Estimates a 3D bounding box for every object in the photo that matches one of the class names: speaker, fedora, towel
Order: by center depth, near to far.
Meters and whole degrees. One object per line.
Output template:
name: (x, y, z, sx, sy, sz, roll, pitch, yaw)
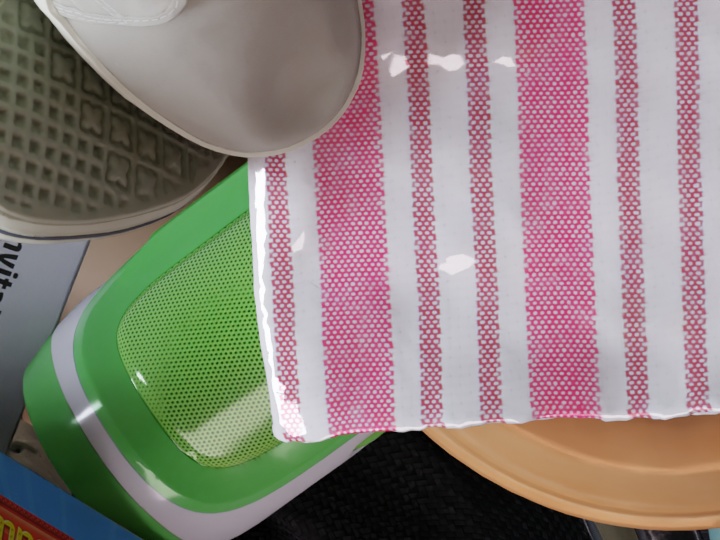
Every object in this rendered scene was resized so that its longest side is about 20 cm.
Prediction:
towel: (0.067, -0.032, 0.696, 0.199, 0.147, 0.030, -3, -173, 9)
speaker: (0.000, 0.000, 0.807, 0.200, 0.089, 0.088, -36, 131, 13)
fedora: (0.014, 0.103, 0.889, 0.200, 0.092, 0.201, 14, 122, 24)

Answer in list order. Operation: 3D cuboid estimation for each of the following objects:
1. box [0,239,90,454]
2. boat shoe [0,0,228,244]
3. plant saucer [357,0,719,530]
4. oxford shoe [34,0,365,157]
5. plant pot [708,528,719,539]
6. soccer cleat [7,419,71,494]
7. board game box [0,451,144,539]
box: (-0.176, -0.042, 0.828, 0.199, 0.041, 0.156, 20, 103, -13)
boat shoe: (-0.068, -0.054, 0.725, 0.062, 0.200, 0.075, -19, 105, 26)
plant saucer: (0.081, -0.027, 0.729, 0.199, 0.201, 0.037, 8, -170, 7)
oxford shoe: (-0.042, -0.091, 0.614, 0.058, 0.075, 0.200, 41, 163, 41)
plant pot: (0.191, 0.076, 0.845, 0.200, 0.200, 0.188, -12, 130, 33)
soccer cleat: (-0.132, 0.083, 0.930, 0.068, 0.085, 0.200, 4, 161, 6)
board game box: (-0.150, 0.112, 0.823, 0.199, 0.056, 0.196, -11, 148, 31)
